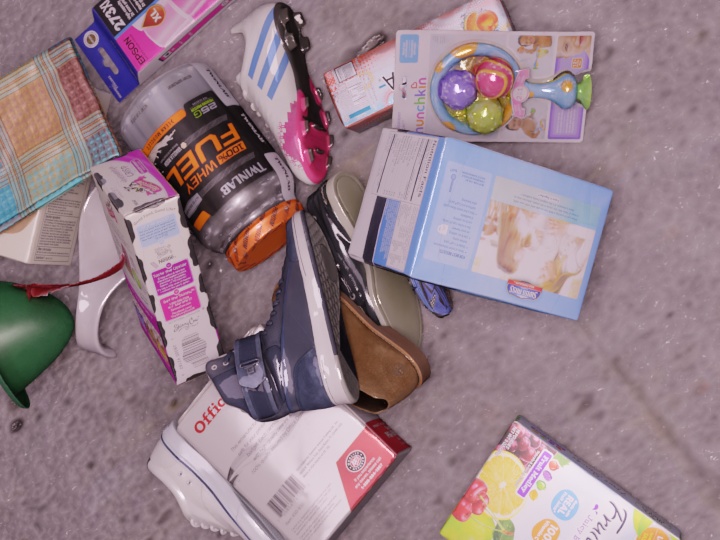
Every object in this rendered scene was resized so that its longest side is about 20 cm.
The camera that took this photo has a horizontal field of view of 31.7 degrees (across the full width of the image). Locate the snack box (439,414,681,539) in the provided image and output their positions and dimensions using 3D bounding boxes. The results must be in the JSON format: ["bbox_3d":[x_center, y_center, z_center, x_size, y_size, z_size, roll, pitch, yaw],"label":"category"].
[{"bbox_3d":[0.199,0.262,1.269,0.199,0.053,0.143,35,99,12],"label":"snack box"}]

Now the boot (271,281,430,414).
[{"bbox_3d":[-0.028,0.073,1.291,0.199,0.074,0.075,31,56,30],"label":"boot"}]

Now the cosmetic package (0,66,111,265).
[{"bbox_3d":[-0.347,-0.111,1.391,0.070,0.105,0.203,15,91,14],"label":"cosmetic package"}]

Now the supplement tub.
[{"bbox_3d":[-0.150,-0.106,1.330,0.122,0.122,0.201,-41,80,10],"label":"supplement tub"}]

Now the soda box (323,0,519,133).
[{"bbox_3d":[0.065,-0.211,1.303,0.198,0.068,0.064,-23,86,13],"label":"soda box"}]

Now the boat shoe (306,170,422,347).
[{"bbox_3d":[-0.001,0.001,1.320,0.066,0.074,0.201,-22,99,38],"label":"boat shoe"}]

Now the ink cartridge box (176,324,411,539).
[{"bbox_3d":[-0.069,0.174,1.324,0.200,0.083,0.147,42,99,12],"label":"ink cartridge box"}]

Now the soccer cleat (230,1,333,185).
[{"bbox_3d":[-0.086,-0.182,1.349,0.085,0.070,0.203,-16,81,26],"label":"soccer cleat"}]

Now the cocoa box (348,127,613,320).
[{"bbox_3d":[0.114,-0.045,1.207,0.198,0.131,0.135,14,93,-27],"label":"cocoa box"}]

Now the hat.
[{"bbox_3d":[-0.324,0.039,1.373,0.175,0.167,0.200,-29,37,-9],"label":"hat"}]

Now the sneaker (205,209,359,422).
[{"bbox_3d":[-0.089,0.049,1.256,0.144,0.077,0.205,-17,68,17],"label":"sneaker"}]

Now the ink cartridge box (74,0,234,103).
[{"bbox_3d":[-0.225,-0.286,1.398,0.199,0.037,0.095,-40,80,13],"label":"ink cartridge box"}]

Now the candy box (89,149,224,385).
[{"bbox_3d":[-0.205,-0.005,1.291,0.060,0.136,0.202,-22,123,-16],"label":"candy box"}]

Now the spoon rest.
[{"bbox_3d":[-0.273,-0.004,1.392,0.098,0.061,0.203,14,93,14],"label":"spoon rest"}]

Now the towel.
[{"bbox_3d":[-0.358,-0.134,1.331,0.198,0.022,0.148,-28,82,14],"label":"towel"}]

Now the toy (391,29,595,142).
[{"bbox_3d":[0.133,-0.174,1.246,0.197,0.047,0.117,-2,117,-8],"label":"toy"}]

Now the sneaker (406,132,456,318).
[{"bbox_3d":[0.076,-0.053,1.297,0.077,0.075,0.203,-7,89,11],"label":"sneaker"}]

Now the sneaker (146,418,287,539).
[{"bbox_3d":[-0.148,0.249,1.358,0.200,0.073,0.071,43,108,20],"label":"sneaker"}]
